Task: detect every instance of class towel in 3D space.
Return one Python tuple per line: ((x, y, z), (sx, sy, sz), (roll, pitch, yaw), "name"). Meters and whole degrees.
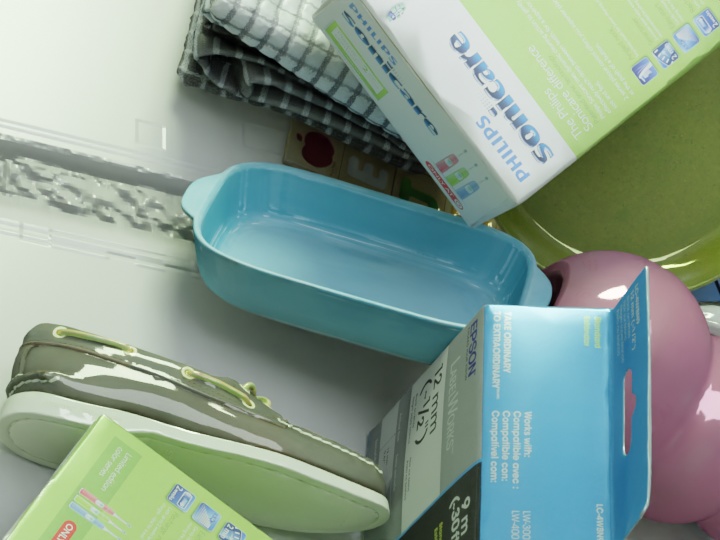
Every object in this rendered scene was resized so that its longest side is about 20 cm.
((-0.009, -0.161, 1.433), (0.165, 0.086, 0.200), (26, 53, -18), "towel")

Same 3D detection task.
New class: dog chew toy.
((0.166, 0.079, 1.353), (0.200, 0.125, 0.125), (37, 47, -15), "dog chew toy")

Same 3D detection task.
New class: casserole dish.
((0.000, 0.000, 1.320), (0.200, 0.039, 0.121), (17, 28, 3), "casserole dish")

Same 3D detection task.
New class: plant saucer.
((0.156, -0.084, 1.423), (0.200, 0.031, 0.200), (-1, 94, -9), "plant saucer")

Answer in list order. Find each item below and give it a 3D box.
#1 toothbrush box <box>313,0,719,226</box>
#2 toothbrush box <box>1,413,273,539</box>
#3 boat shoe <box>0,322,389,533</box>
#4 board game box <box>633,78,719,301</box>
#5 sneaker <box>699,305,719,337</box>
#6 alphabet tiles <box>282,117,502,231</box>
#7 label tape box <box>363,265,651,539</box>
((0.101, -0.143, 1.330), (0.200, 0.086, 0.146), (-39, 92, -17), "toothbrush box")
((-0.088, 0.188, 1.146), (0.200, 0.086, 0.146), (36, 47, -2), "toothbrush box")
((-0.077, 0.079, 1.239), (0.201, 0.072, 0.060), (17, 56, -14), "boat shoe")
((0.205, -0.082, 1.474), (0.103, 0.019, 0.200), (0, 95, -29), "board game box")
((0.255, 0.062, 1.455), (0.200, 0.075, 0.100), (24, 37, -20), "sneaker")
((0.052, -0.061, 1.456), (0.200, 0.006, 0.167), (23, 50, -14), "alphabet tiles")
((0.068, 0.098, 1.223), (0.066, 0.200, 0.143), (17, 51, -17), "label tape box")
